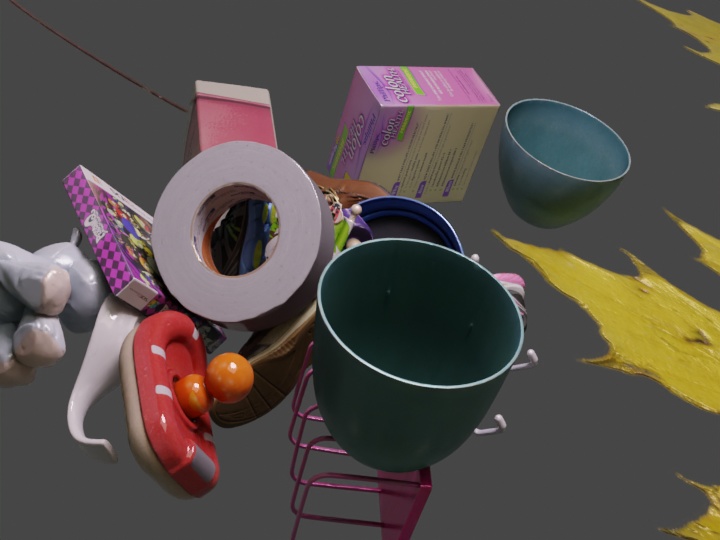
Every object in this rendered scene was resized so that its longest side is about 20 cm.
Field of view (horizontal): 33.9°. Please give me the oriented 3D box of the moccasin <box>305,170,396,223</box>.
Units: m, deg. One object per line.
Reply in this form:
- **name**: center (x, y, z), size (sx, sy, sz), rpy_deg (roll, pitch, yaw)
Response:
- **moccasin**: center (-0.027, -0.086, 1.589), size (0.199, 0.075, 0.078), rpy_deg (22, 48, 37)

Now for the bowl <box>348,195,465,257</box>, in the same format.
- **bowl**: center (0.036, 0.010, 1.474), size (0.197, 0.039, 0.205), rpy_deg (-3, 76, 10)

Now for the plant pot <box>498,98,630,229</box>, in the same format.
- **plant pot**: center (0.288, -0.144, 1.781), size (0.196, 0.136, 0.202), rpy_deg (13, 39, -10)

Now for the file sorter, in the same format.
- **file sorter**: center (-0.009, 0.188, 1.257), size (0.123, 0.140, 0.202), rpy_deg (9, 39, -11)

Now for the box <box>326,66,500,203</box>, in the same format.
- **box**: center (0.074, -0.194, 1.712), size (0.197, 0.178, 0.097), rpy_deg (-5, 44, -28)

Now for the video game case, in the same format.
- **video game case**: center (-0.252, -0.011, 1.384), size (0.181, 0.036, 0.201), rpy_deg (41, 13, -51)

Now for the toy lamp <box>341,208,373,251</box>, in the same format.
- **toy lamp**: center (0.000, 0.000, 1.393), size (0.057, 0.059, 0.201), rpy_deg (5, 37, -18)

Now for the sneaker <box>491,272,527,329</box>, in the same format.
- **sneaker**: center (0.133, 0.057, 1.527), size (0.196, 0.081, 0.088), rpy_deg (-7, 66, -16)

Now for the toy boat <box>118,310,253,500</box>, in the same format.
- **toy boat**: center (-0.171, 0.127, 1.234), size (0.129, 0.131, 0.202), rpy_deg (-25, 49, 7)

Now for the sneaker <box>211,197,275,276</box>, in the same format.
- **sneaker**: center (-0.148, -0.046, 1.403), size (0.081, 0.204, 0.071), rpy_deg (9, 0, 20)

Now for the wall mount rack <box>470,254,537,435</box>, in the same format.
- **wall mount rack**: center (0.134, 0.092, 1.415), size (0.175, 0.074, 0.201), rpy_deg (53, 47, -21)

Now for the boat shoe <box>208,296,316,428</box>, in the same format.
- **boat shoe**: center (-0.099, 0.096, 1.344), size (0.199, 0.074, 0.065), rpy_deg (-40, 39, -14)

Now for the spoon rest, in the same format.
- **spoon rest**: center (-0.273, 0.112, 1.280), size (0.059, 0.100, 0.202), rpy_deg (-4, 49, 12)

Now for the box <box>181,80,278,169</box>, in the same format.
- **box**: center (-0.176, -0.141, 1.578), size (0.107, 0.129, 0.202), rpy_deg (6, 40, -16)

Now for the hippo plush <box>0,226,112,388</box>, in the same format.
- **hippo plush**: center (-0.363, 0.035, 1.309), size (0.198, 0.161, 0.160), rpy_deg (30, 15, 22)

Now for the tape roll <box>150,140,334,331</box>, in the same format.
- **tape roll**: center (-0.130, -0.038, 1.316), size (0.199, 0.202, 0.066), rpy_deg (34, -3, 17)

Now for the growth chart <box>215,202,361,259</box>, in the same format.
- **growth chart**: center (-0.103, -0.042, 1.430), size (0.198, 0.147, 0.018), rpy_deg (24, 3, 28)

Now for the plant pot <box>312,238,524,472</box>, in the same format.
- **plant pot**: center (0.042, 0.096, 1.145), size (0.197, 0.163, 0.202), rpy_deg (8, 39, -7)

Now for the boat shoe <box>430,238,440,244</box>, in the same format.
- **boat shoe**: center (0.069, -0.036, 1.587), size (0.064, 0.074, 0.200), rpy_deg (0, 20, -6)
